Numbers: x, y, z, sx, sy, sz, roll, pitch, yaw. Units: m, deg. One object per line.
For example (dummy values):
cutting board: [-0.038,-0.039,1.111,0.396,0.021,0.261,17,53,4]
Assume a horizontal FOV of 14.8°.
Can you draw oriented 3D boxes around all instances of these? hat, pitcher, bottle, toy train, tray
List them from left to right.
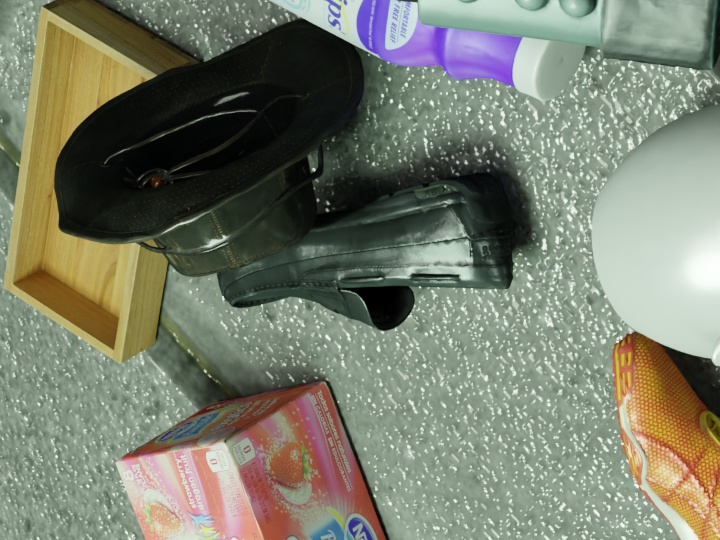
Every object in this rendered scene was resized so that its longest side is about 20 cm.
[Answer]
tray: [-0.154,-0.054,1.647,0.098,0.037,0.201,31,127,26]
hat: [-0.069,-0.049,1.483,0.200,0.201,0.081,-2,126,41]
bottle: [0.023,-0.149,1.426,0.200,0.065,0.084,30,129,26]
toy train: [0.095,-0.149,1.307,0.199,0.114,0.086,10,118,11]
pitcher: [0.202,-0.005,1.278,0.199,0.172,0.121,-12,137,41]

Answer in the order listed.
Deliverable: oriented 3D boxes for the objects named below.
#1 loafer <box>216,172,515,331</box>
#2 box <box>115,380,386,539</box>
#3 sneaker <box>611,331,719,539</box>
loafer: [0.000,0.000,1.514,0.200,0.068,0.071,-15,86,40]
box: [-0.048,0.178,1.628,0.102,0.095,0.201,-14,101,43]
sneaker: [0.192,0.116,1.426,0.077,0.073,0.201,-28,96,23]
